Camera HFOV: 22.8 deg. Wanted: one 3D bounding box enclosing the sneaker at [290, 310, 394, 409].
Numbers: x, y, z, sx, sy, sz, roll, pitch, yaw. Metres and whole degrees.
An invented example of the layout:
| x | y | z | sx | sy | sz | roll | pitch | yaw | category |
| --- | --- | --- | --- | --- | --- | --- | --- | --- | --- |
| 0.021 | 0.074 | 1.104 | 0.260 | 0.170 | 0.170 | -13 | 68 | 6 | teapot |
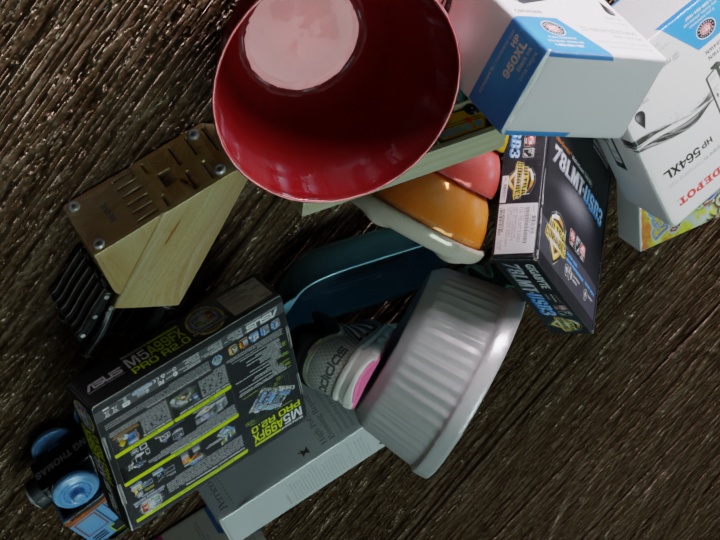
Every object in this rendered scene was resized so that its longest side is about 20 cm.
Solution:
| x | y | z | sx | sy | sz | roll | pitch | yaw | category |
| --- | --- | --- | --- | --- | --- | --- | --- | --- | --- |
| -0.024 | 0.074 | 1.704 | 0.074 | 0.087 | 0.200 | -62 | 178 | 11 | sneaker |

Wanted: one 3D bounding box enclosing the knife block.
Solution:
| x | y | z | sx | sy | sz | roll | pitch | yaw | category |
| --- | --- | --- | --- | --- | --- | --- | --- | --- | --- |
| -0.174 | -0.013 | 1.520 | 0.200 | 0.064 | 0.176 | -32 | 148 | -7 | knife block |

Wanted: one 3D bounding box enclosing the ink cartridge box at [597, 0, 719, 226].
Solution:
| x | y | z | sx | sy | sz | roll | pitch | yaw | category |
| --- | --- | --- | --- | --- | --- | --- | --- | --- | --- |
| 0.293 | -0.165 | 1.683 | 0.146 | 0.084 | 0.200 | -40 | 127 | -9 | ink cartridge box |

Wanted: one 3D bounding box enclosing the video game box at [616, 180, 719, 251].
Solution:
| x | y | z | sx | sy | sz | roll | pitch | yaw | category |
| --- | --- | --- | --- | --- | --- | --- | --- | --- | --- |
| 0.344 | -0.140 | 1.815 | 0.182 | 0.047 | 0.200 | -22 | 127 | -19 | video game box |

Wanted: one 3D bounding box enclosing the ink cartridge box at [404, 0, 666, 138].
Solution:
| x | y | z | sx | sy | sz | roll | pitch | yaw | category |
| --- | --- | --- | --- | --- | --- | --- | --- | --- | --- |
| 0.125 | -0.199 | 1.442 | 0.145 | 0.200 | 0.084 | -3 | 132 | -42 | ink cartridge box |

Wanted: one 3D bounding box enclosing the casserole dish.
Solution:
| x | y | z | sx | sy | sz | roll | pitch | yaw | category |
| --- | --- | --- | --- | --- | --- | --- | --- | --- | --- |
| 0.000 | 0.000 | 1.699 | 0.200 | 0.039 | 0.121 | -16 | 160 | -27 | casserole dish |

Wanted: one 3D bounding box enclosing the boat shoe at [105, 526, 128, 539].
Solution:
| x | y | z | sx | sy | sz | roll | pitch | yaw | category |
| --- | --- | --- | --- | --- | --- | --- | --- | --- | --- |
| -0.187 | 0.191 | 1.754 | 0.200 | 0.065 | 0.073 | -39 | 155 | 7 | boat shoe |

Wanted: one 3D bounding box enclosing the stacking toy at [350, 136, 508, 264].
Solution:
| x | y | z | sx | sy | sz | roll | pitch | yaw | category |
| --- | --- | --- | --- | --- | --- | --- | --- | --- | --- |
| 0.087 | -0.118 | 1.599 | 0.146 | 0.146 | 0.200 | 20 | 102 | -52 | stacking toy |

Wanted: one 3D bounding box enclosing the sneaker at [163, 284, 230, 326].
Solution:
| x | y | z | sx | sy | sz | roll | pitch | yaw | category |
| --- | --- | --- | --- | --- | --- | --- | --- | --- | --- |
| -0.105 | 0.077 | 1.695 | 0.081 | 0.075 | 0.200 | -48 | 148 | -1 | sneaker |

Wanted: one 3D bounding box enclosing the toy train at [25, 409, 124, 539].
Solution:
| x | y | z | sx | sy | sz | roll | pitch | yaw | category |
| --- | --- | --- | --- | --- | --- | --- | --- | --- | --- |
| -0.218 | 0.164 | 1.669 | 0.200 | 0.087 | 0.114 | -38 | 141 | 5 | toy train |

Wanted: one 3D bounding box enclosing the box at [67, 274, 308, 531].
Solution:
| x | y | z | sx | sy | sz | roll | pitch | yaw | category |
| --- | --- | --- | --- | --- | --- | --- | --- | --- | --- |
| -0.148 | 0.117 | 1.579 | 0.200 | 0.044 | 0.160 | -32 | 136 | -22 | box |

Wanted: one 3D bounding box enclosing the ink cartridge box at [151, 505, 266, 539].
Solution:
| x | y | z | sx | sy | sz | roll | pitch | yaw | category |
| --- | --- | --- | --- | --- | --- | --- | --- | --- | --- |
| -0.185 | 0.340 | 1.900 | 0.200 | 0.116 | 0.067 | -32 | 147 | -7 | ink cartridge box |

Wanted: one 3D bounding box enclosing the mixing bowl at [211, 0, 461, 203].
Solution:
| x | y | z | sx | sy | sz | roll | pitch | yaw | category |
| --- | --- | --- | --- | --- | --- | --- | --- | --- | --- |
| -0.031 | -0.165 | 1.396 | 0.200 | 0.108 | 0.200 | -9 | 122 | -14 | mixing bowl |

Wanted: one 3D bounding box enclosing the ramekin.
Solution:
| x | y | z | sx | sy | sz | roll | pitch | yaw | category |
| --- | --- | --- | --- | --- | --- | --- | --- | --- | --- |
| 0.072 | 0.089 | 1.712 | 0.202 | 0.094 | 0.202 | -61 | -179 | 1 | ramekin |

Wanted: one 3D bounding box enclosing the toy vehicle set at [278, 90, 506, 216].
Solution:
| x | y | z | sx | sy | sz | roll | pitch | yaw | category |
| --- | --- | --- | --- | --- | --- | --- | --- | --- | --- |
| 0.008 | -0.124 | 1.495 | 0.200 | 0.124 | 0.027 | -20 | 144 | -24 | toy vehicle set |

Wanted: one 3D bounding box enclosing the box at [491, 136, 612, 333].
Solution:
| x | y | z | sx | sy | sz | roll | pitch | yaw | category |
| --- | --- | --- | --- | --- | --- | --- | --- | --- | --- |
| 0.185 | -0.065 | 1.690 | 0.050 | 0.199 | 0.200 | 1 | 158 | 25 | box |

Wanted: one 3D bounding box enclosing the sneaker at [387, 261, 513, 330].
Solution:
| x | y | z | sx | sy | sz | roll | pitch | yaw | category |
| --- | --- | --- | --- | --- | --- | --- | --- | --- | --- |
| 0.103 | 0.073 | 1.884 | 0.200 | 0.078 | 0.140 | -29 | 149 | 5 | sneaker |

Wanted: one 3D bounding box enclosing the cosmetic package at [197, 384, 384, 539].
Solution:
| x | y | z | sx | sy | sz | roll | pitch | yaw | category |
| --- | --- | --- | --- | --- | --- | --- | --- | --- | --- |
| -0.076 | 0.176 | 1.811 | 0.200 | 0.102 | 0.074 | -33 | 150 | -8 | cosmetic package |
